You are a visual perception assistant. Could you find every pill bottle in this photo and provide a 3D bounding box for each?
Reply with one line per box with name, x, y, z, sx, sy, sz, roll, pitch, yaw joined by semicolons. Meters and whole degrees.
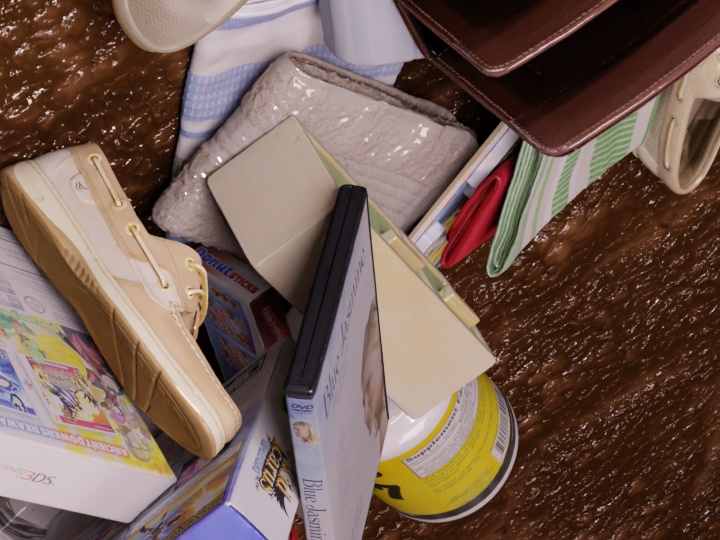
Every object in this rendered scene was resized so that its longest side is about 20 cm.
pill bottle;0.022;0.085;1.670;0.114;0.114;0.200;-38;148;3

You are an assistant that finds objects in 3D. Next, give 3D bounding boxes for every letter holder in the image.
letter holder;0.128;-0.173;1.324;0.200;0.142;0.101;-38;136;-7

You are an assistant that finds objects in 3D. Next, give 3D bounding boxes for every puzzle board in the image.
puzzle board;0.083;-0.062;1.565;0.200;0.017;0.151;-52;173;23

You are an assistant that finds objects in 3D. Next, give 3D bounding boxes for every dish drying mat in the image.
dish drying mat;0.110;-0.065;1.574;0.200;0.018;0.077;-36;161;-53

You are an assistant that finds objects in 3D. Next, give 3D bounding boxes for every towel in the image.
towel;-0.020;-0.053;1.479;0.133;0.035;0.200;-49;146;19
towel;0.145;-0.098;1.537;0.200;0.023;0.153;-42;155;-49
towel;-0.037;-0.099;1.456;0.147;0.024;0.200;-17;144;-27

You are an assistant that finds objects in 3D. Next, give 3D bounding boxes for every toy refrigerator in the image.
toy refrigerator;0.000;0.000;1.449;0.070;0.076;0.200;-36;140;7

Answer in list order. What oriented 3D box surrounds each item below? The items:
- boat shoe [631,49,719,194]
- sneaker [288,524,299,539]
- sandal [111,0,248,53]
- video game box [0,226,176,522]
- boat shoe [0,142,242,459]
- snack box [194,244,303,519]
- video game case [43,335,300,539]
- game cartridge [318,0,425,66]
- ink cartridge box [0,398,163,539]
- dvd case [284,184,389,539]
boat shoe;0.232;-0.136;1.628;0.072;0.065;0.200;-11;140;-36
sneaker;-0.054;0.161;1.535;0.078;0.116;0.200;-35;152;-8
sandal;-0.044;-0.187;1.274;0.200;0.054;0.080;-38;114;-4
video game box;-0.205;0.039;1.320;0.047;0.182;0.200;-46;147;16
boat shoe;-0.115;0.008;1.356;0.069;0.200;0.074;-30;161;-22
snack box;-0.056;0.075;1.562;0.024;0.072;0.200;-35;131;-21
video game case;-0.110;0.146;1.384;0.200;0.045;0.181;-39;-165;24
game cartridge;0.066;-0.192;1.392;0.200;0.042;0.133;-26;129;-20
ink cartridge box;-0.185;0.131;1.555;0.200;0.084;0.146;-44;149;10
dvd case;-0.010;0.072;1.360;0.017;0.143;0.200;6;139;11
